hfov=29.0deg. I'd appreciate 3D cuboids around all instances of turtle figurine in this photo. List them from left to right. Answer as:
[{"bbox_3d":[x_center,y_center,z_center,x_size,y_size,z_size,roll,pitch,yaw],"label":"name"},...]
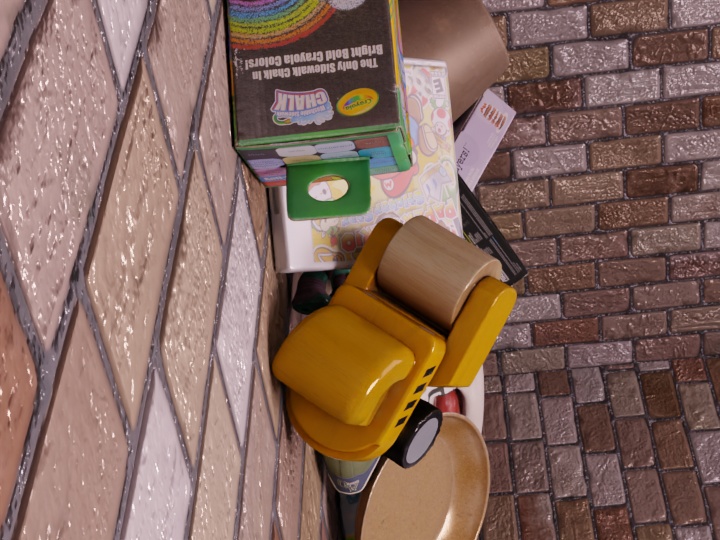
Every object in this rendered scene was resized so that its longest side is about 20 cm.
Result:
[{"bbox_3d":[-0.011,-0.046,1.251,0.149,0.100,0.201,28,64,-42],"label":"turtle figurine"}]

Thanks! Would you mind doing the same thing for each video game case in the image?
[{"bbox_3d":[0.005,-0.093,1.185,0.199,0.023,0.183,-3,87,-40],"label":"video game case"}]

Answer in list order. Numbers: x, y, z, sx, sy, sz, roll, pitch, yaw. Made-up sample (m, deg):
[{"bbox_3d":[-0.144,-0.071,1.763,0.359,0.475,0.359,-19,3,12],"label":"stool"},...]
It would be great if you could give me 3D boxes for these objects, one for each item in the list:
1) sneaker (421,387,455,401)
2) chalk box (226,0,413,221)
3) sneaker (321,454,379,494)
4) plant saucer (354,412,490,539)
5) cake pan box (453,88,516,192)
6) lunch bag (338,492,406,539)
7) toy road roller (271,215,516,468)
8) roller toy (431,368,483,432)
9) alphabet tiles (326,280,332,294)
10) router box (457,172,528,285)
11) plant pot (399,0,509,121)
[{"bbox_3d":[0.049,0.077,1.259,0.200,0.073,0.080,-38,127,-71],"label":"sneaker"},{"bbox_3d":[-0.028,-0.134,1.044,0.124,0.124,0.201,56,30,-79],"label":"chalk box"},{"bbox_3d":[-0.009,0.129,1.329,0.200,0.067,0.090,-82,170,-57],"label":"sneaker"},{"bbox_3d":[0.054,0.232,1.361,0.200,0.035,0.201,-18,115,-46],"label":"plant saucer"},{"bbox_3d":[0.074,-0.089,1.555,0.200,0.052,0.184,-59,-170,-32],"label":"cake pan box"},{"bbox_3d":[0.027,0.267,1.470,0.161,0.082,0.201,-73,156,-64],"label":"lunch bag"},{"bbox_3d":[0.017,0.055,1.092,0.201,0.123,0.146,-61,156,5],"label":"toy road roller"},{"bbox_3d":[0.060,0.134,1.607,0.200,0.139,0.183,106,-19,-64],"label":"roller toy"},{"bbox_3d":[-0.023,0.050,1.513,0.200,0.015,0.196,76,10,-58],"label":"alphabet tiles"},{"bbox_3d":[0.060,-0.023,1.393,0.200,0.150,0.062,49,9,-45],"label":"router box"},{"bbox_3d":[0.060,-0.223,1.493,0.201,0.174,0.200,60,1,-1],"label":"plant pot"}]
